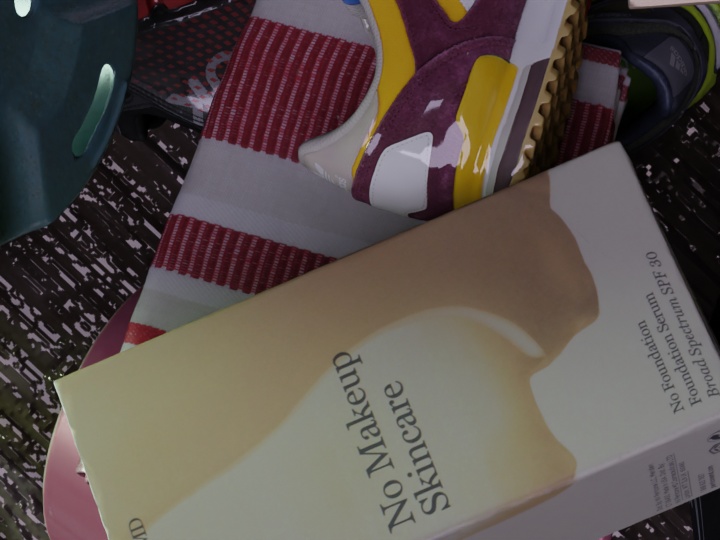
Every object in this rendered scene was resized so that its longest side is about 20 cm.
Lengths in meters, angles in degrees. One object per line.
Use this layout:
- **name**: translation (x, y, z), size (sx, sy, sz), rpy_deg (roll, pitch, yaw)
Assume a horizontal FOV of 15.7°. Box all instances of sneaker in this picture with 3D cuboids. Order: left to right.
- **sneaker**: translation (-0.023, -0.094, 0.997), size (0.199, 0.071, 0.099), rpy_deg (-7, 108, 20)
- **sneaker**: translation (0.044, -0.054, 0.988), size (0.199, 0.081, 0.074), rpy_deg (-27, 101, 23)
- **sneaker**: translation (0.040, -0.115, 0.891), size (0.090, 0.075, 0.201), rpy_deg (14, 73, 10)

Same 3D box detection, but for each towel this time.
- **towel**: translation (0.000, 0.000, 0.909), size (0.143, 0.023, 0.201), rpy_deg (16, 74, 14)

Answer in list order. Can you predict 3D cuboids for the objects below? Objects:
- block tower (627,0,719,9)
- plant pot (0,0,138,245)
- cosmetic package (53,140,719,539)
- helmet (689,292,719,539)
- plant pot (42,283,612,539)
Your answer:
- **block tower**: translation (0.122, -0.137, 0.871), size (0.057, 0.200, 0.054), rpy_deg (-2, 109, 10)
- **plant pot**: translation (-0.193, -0.088, 0.865), size (0.195, 0.200, 0.202), rpy_deg (7, 114, 34)
- **cosmetic package**: translation (0.014, 0.050, 0.838), size (0.199, 0.071, 0.106), rpy_deg (-24, 66, 0)
- **helmet**: translation (0.207, 0.051, 0.927), size (0.199, 0.192, 0.200), rpy_deg (12, 148, 8)
- **plant pot**: translation (-0.015, 0.088, 1.010), size (0.178, 0.200, 0.201), rpy_deg (23, 116, 23)
